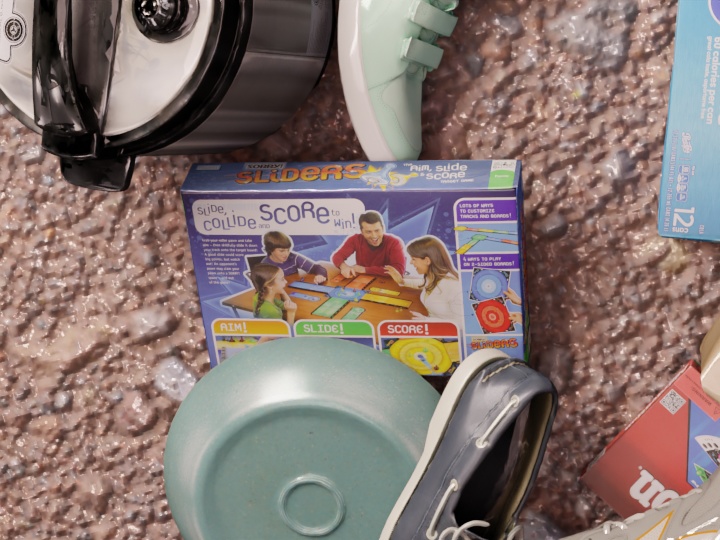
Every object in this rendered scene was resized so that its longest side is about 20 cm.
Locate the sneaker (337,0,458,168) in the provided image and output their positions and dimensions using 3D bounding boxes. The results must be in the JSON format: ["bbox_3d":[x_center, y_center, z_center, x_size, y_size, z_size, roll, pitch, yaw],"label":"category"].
[{"bbox_3d":[0.052,-0.155,0.991,0.118,0.074,0.201,0,95,17],"label":"sneaker"}]

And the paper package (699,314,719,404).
[{"bbox_3d":[0.319,0.033,0.952,0.191,0.103,0.200,37,102,5],"label":"paper package"}]

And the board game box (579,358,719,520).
[{"bbox_3d":[0.241,0.157,1.020,0.200,0.019,0.103,42,111,3],"label":"board game box"}]

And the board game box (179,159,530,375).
[{"bbox_3d":[0.000,0.000,1.017,0.200,0.034,0.136,1,123,10],"label":"board game box"}]

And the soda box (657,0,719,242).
[{"bbox_3d":[0.214,-0.118,0.972,0.068,0.064,0.200,5,99,10],"label":"soda box"}]

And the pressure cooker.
[{"bbox_3d":[-0.122,-0.152,0.954,0.179,0.200,0.176,-36,82,21],"label":"pressure cooker"}]

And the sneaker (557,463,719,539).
[{"bbox_3d":[0.164,0.162,0.969,0.092,0.076,0.200,35,79,17],"label":"sneaker"}]

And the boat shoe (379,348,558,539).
[{"bbox_3d":[0.066,0.148,0.998,0.062,0.075,0.200,29,99,50],"label":"boat shoe"}]

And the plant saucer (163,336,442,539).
[{"bbox_3d":[-0.028,0.139,1.045,0.200,0.036,0.200,2,110,7],"label":"plant saucer"}]
